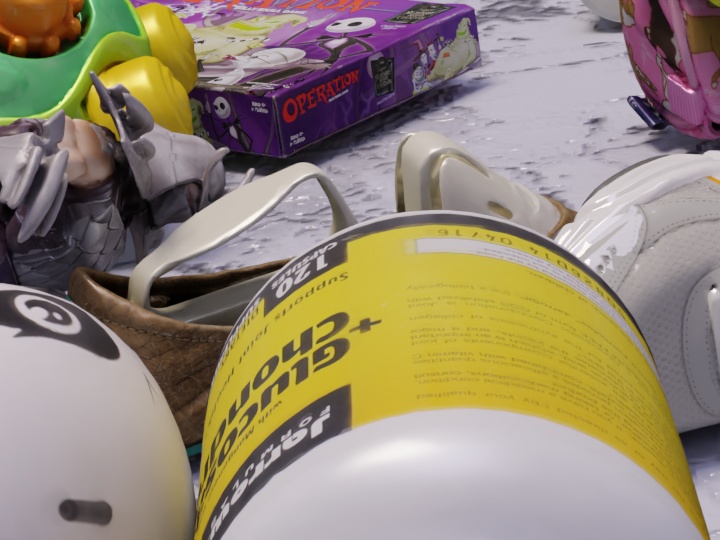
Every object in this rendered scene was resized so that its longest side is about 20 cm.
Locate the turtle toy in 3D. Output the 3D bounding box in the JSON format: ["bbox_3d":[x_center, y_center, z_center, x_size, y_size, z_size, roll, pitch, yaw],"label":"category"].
[{"bbox_3d":[-0.140,-0.080,1.073,0.145,0.102,0.200,-23,19,7],"label":"turtle toy"}]

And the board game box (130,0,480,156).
[{"bbox_3d":[-0.065,-0.086,1.195,0.199,0.033,0.120,9,22,41],"label":"board game box"}]

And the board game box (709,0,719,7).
[{"bbox_3d":[0.187,-0.107,0.984,0.200,0.048,0.101,36,57,27],"label":"board game box"}]

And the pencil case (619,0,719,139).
[{"bbox_3d":[0.193,-0.103,1.065,0.199,0.087,0.083,-12,18,-11],"label":"pencil case"}]

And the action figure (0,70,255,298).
[{"bbox_3d":[-0.126,-0.001,0.880,0.199,0.130,0.070,-17,61,-8],"label":"action figure"}]

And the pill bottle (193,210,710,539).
[{"bbox_3d":[0.019,0.068,0.621,0.111,0.113,0.200,-8,19,2],"label":"pill bottle"}]

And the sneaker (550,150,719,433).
[{"bbox_3d":[0.137,0.005,0.814,0.199,0.076,0.092,-20,27,-26],"label":"sneaker"}]

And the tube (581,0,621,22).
[{"bbox_3d":[0.136,-0.154,1.301,0.058,0.052,0.200,37,23,1],"label":"tube"}]

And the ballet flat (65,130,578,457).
[{"bbox_3d":[0.000,0.000,0.879,0.199,0.073,0.068,-14,22,-17],"label":"ballet flat"}]

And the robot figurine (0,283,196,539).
[{"bbox_3d":[-0.136,0.062,0.681,0.199,0.126,0.150,-3,28,16],"label":"robot figurine"}]
